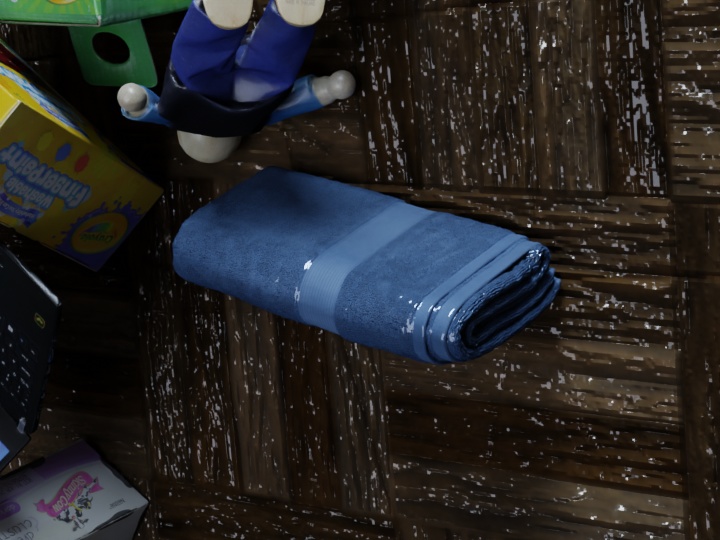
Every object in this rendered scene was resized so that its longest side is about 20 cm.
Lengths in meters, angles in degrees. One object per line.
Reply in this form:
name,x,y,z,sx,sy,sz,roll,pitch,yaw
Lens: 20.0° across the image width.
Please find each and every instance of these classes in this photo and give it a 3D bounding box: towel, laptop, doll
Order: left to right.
laptop,-0.280,0.045,1.210,0.177,0.103,0.201,43,141,18
doll,-0.067,-0.108,1.141,0.200,0.135,0.049,126,138,-64
towel,0.000,0.000,1.121,0.199,0.111,0.049,18,123,33

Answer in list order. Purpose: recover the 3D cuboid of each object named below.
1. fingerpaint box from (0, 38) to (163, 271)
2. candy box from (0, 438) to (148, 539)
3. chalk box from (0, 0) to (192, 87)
fingerpaint box,-0.228,-0.096,1.216,0.167,0.200,0.073,42,93,22
candy box,-0.247,0.226,1.342,0.071,0.167,0.201,40,123,20
chalk box,-0.156,-0.204,1.178,0.124,0.123,0.202,6,106,37
